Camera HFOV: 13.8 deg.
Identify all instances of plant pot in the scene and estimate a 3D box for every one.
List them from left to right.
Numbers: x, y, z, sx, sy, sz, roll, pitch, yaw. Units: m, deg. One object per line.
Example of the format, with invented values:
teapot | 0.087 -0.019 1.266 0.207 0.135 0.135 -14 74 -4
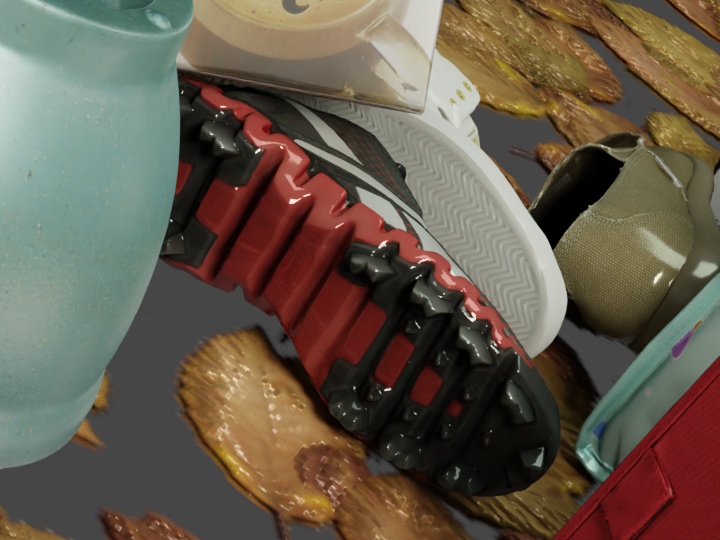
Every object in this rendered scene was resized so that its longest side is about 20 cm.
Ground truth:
plant pot | -0.133 -0.057 0.887 0.200 0.134 0.200 31 21 -14

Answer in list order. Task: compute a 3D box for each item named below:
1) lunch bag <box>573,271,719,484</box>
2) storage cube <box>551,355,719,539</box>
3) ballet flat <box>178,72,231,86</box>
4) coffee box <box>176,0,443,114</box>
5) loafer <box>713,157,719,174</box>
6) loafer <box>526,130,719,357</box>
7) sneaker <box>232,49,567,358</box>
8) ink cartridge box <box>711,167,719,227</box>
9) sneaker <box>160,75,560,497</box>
lunch bag | 0.204 0.028 1.129 0.122 0.200 0.170 47 25 26
storage cube | 0.164 0.138 0.858 0.171 0.200 0.180 22 31 -33
ballet flat | -0.139 -0.118 1.121 0.200 0.071 0.065 37 48 10
coffee box | -0.068 -0.127 1.042 0.200 0.113 0.080 10 3 -4
loafer | 0.240 -0.060 1.537 0.068 0.070 0.201 43 22 17
loafer | 0.104 -0.023 1.225 0.067 0.076 0.200 34 8 -11
sneaker | 0.030 -0.041 1.183 0.200 0.074 0.116 45 26 25
ink cartridge box | 0.248 -0.006 1.297 0.200 0.176 0.084 18 28 -40
sneaker | 0.000 0.000 1.054 0.200 0.071 0.098 40 24 14
